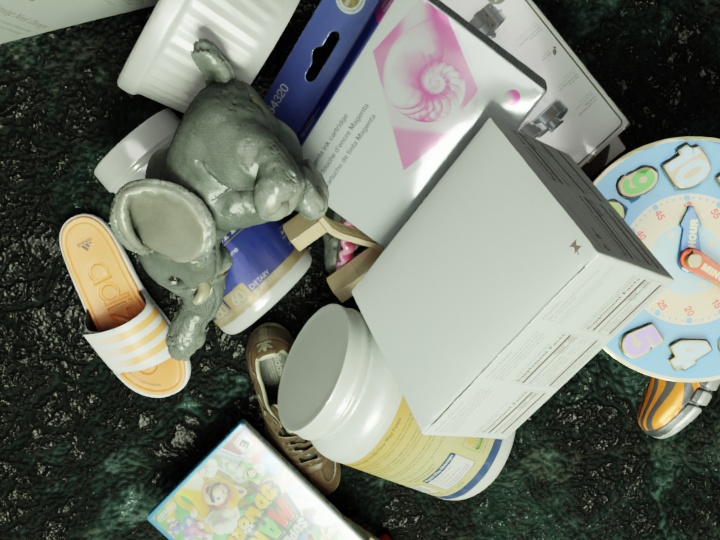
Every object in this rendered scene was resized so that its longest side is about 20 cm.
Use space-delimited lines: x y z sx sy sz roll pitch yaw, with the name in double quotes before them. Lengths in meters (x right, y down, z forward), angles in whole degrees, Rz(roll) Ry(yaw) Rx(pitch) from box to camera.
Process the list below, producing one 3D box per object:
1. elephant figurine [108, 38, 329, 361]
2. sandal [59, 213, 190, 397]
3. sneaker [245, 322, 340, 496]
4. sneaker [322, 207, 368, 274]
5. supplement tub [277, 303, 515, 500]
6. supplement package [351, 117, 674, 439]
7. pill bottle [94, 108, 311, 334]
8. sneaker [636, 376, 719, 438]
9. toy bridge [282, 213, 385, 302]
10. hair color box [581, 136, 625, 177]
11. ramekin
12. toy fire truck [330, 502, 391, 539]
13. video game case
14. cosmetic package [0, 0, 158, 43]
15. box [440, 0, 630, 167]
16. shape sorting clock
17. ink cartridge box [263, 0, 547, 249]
"elephant figurine" -0.135 -0.045 0.630 0.199 0.141 0.156 -34 70 12
"sandal" -0.248 0.044 0.781 0.079 0.059 0.208 -27 101 2
"sneaker" -0.074 0.156 0.802 0.070 0.076 0.202 -20 102 1
"sneaker" -0.027 -0.094 0.773 0.094 0.079 0.202 11 106 24
"supplement tub" 0.035 0.125 0.745 0.199 0.144 0.145 26 98 -26
"supplement package" 0.112 0.012 0.632 0.110 0.156 0.200 13 127 -41
"pill bottle" -0.150 -0.047 0.742 0.116 0.116 0.200 -41 99 4
"sneaker" 0.275 0.042 0.699 0.111 0.078 0.202 27 89 -6
"toy bridge" 0.000 0.000 0.746 0.067 0.027 0.200 -34 137 3
"hair color box" 0.158 -0.169 0.765 0.101 0.061 0.200 -39 101 4
"ramekin" -0.122 -0.223 0.677 0.094 0.202 0.203 31 97 -19
"toy fire truck" -0.060 0.295 0.836 0.141 0.049 0.200 -39 99 9
"video game case" -0.099 0.271 0.798 0.143 0.018 0.200 -44 96 5
"cosmetic package" -0.298 -0.301 0.661 0.198 0.167 0.168 -13 100 0
"box" 0.131 -0.168 0.702 0.117 0.060 0.200 -43 99 5
"shape sorting clock" 0.268 -0.009 0.637 0.197 0.039 0.203 0 90 9
"ink cartridge box" 0.022 -0.136 0.668 0.199 0.043 0.197 34 116 -4
